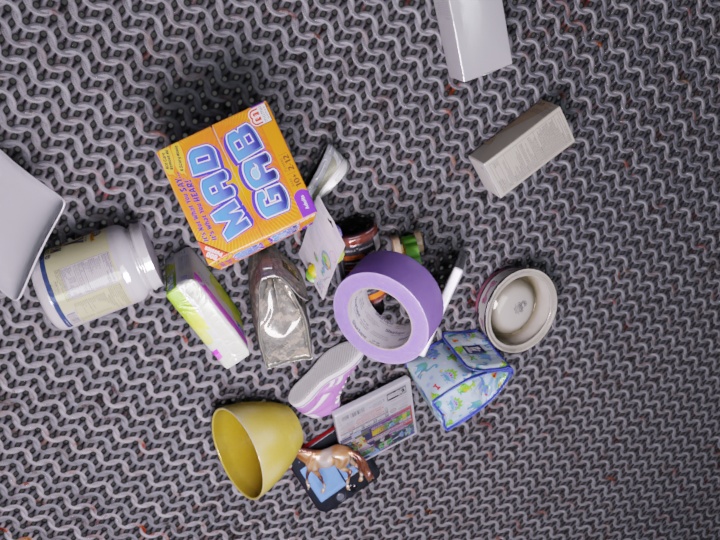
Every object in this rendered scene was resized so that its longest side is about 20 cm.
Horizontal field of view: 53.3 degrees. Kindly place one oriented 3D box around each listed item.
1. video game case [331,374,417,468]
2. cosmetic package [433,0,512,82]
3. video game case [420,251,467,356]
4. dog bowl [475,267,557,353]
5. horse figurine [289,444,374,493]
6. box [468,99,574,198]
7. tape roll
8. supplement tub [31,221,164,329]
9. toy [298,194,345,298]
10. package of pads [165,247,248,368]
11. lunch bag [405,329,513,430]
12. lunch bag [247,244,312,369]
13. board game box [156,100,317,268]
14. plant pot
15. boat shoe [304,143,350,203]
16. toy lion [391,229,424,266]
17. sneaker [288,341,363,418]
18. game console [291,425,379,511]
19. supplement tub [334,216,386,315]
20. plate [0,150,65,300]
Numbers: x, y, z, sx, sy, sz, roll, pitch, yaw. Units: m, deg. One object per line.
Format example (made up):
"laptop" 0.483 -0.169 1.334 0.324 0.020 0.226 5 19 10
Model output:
"video game case" 0.036 0.353 1.661 0.197 0.023 0.185 -23 126 -18
"cosmetic package" 0.209 -0.474 1.355 0.111 0.081 0.203 -20 119 -10
"video game case" 0.176 0.067 1.531 0.023 0.182 0.203 24 105 6
"dog bowl" 0.350 0.083 1.641 0.197 0.074 0.204 -7 109 -22
"horse figurine" -0.068 0.441 1.622 0.196 0.050 0.135 -9 115 12
"box" 0.335 -0.254 1.496 0.199 0.078 0.096 -36 119 -2
"tape roll" 0.053 0.071 1.361 0.197 0.085 0.203 15 126 21
"supplement tub" -0.467 0.006 1.286 0.197 0.145 0.147 -22 118 -9
"toy" -0.063 -0.044 1.379 0.047 0.116 0.201 -17 155 -29
"package of pads" -0.294 0.067 1.370 0.068 0.155 0.201 -31 120 0
"lunch bag" 0.225 0.230 1.617 0.198 0.170 0.129 -29 123 -4
"lunch bag" -0.161 0.057 1.406 0.115 0.164 0.203 -12 117 -8
"board game box" -0.207 -0.138 1.245 0.197 0.200 0.203 -26 91 -7
"plant pot" -0.206 0.360 1.528 0.141 0.199 0.204 -20 121 -37
"boat shoe" -0.106 -0.153 1.390 0.065 0.074 0.202 42 93 -21
"toy lion" 0.113 0.020 1.467 0.067 0.193 0.203 -11 118 1
"sneaker" -0.057 0.246 1.589 0.200 0.073 0.114 -39 130 4
"game console" -0.060 0.466 1.698 0.175 0.031 0.202 -29 119 -5
"supplement tub" 0.000 0.000 1.472 0.105 0.107 0.203 -18 117 -11
"plate" -0.600 -0.085 1.214 0.198 0.032 0.202 34 101 12
